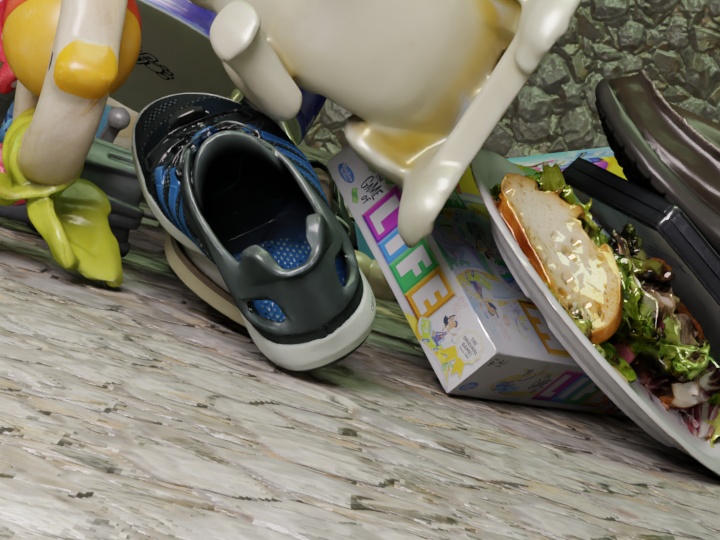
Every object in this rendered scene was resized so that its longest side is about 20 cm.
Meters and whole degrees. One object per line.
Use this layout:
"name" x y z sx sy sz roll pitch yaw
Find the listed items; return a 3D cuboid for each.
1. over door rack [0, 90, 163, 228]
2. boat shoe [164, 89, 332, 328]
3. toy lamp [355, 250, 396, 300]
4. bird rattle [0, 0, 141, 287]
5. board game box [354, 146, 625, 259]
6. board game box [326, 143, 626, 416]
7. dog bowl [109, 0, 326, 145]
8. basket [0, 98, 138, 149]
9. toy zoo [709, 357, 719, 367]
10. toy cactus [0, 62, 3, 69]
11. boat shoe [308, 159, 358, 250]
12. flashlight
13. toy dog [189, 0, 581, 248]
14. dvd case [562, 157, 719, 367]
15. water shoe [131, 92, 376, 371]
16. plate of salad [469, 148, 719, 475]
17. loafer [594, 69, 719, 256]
"over door rack" -0.135 -0.056 1.410 0.147 0.067 0.200 14 6 -26
"boat shoe" -0.051 -0.029 1.192 0.075 0.069 0.200 24 15 -29
"toy lamp" 0.000 0.000 1.319 0.199 0.058 0.058 18 5 -7
"bird rattle" -0.131 -0.097 1.151 0.112 0.201 0.163 21 -36 -12
"board game box" 0.108 -0.037 1.569 0.199 0.047 0.151 -6 13 12
"board game box" 0.079 0.004 1.242 0.200 0.034 0.135 11 46 -54
"dog bowl" -0.103 -0.149 1.419 0.199 0.079 0.200 25 -15 7
"basket" -0.182 -0.142 1.672 0.138 0.177 0.200 3 -15 25
"toy zoo" 0.125 0.004 1.421 0.199 0.021 0.131 13 40 16
"toy cactus" -0.215 -0.124 1.331 0.200 0.103 0.165 -29 -4 26
"boat shoe" -0.026 -0.032 1.542 0.072 0.068 0.200 19 3 17
"flashlight" -0.203 -0.063 1.241 0.199 0.068 0.068 16 4 -12
"toy dog" -0.009 -0.142 1.137 0.200 0.140 0.194 34 28 -4
"dvd case" 0.187 0.030 1.259 0.200 0.018 0.143 49 -2 -18
"water shoe" -0.050 -0.040 1.095 0.200 0.071 0.079 50 -16 46
"plate of salad" 0.124 0.014 1.176 0.200 0.048 0.200 45 14 -14
"loafer" 0.195 -0.031 1.218 0.200 0.071 0.073 46 -3 16
